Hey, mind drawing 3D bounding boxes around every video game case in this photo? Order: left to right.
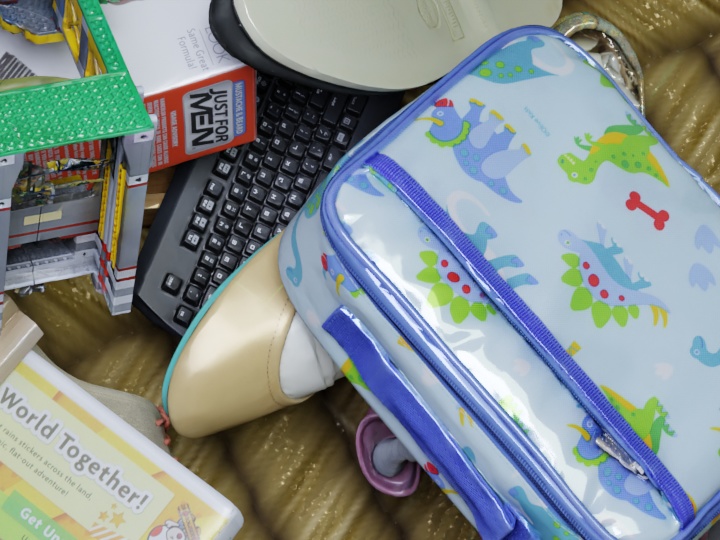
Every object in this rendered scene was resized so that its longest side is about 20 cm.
[{"bbox_3d":[-0.175,0.107,0.994,0.200,0.023,0.182,35,78,20],"label":"video game case"}]

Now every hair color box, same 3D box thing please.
[{"bbox_3d":[-0.152,-0.082,1.035,0.199,0.064,0.111,-18,64,-13],"label":"hair color box"}]

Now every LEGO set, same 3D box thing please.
[{"bbox_3d":[-0.165,-0.040,0.940,0.199,0.116,0.154,-19,55,-26],"label":"LEGO set"}]

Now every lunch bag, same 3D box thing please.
[{"bbox_3d":[0.076,0.018,1.010,0.161,0.082,0.200,-37,84,-32],"label":"lunch bag"}]

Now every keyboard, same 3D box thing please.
[{"bbox_3d":[-0.039,-0.063,1.093,0.104,0.040,0.201,25,69,-10],"label":"keyboard"}]

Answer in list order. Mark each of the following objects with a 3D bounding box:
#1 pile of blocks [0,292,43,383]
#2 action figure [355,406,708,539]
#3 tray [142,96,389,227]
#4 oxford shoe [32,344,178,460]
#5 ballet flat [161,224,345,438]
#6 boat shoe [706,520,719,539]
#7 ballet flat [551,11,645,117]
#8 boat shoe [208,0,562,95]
[{"bbox_3d":[-0.220,0.048,0.979,0.199,0.062,0.082,-27,67,-1],"label":"pile of blocks"},{"bbox_3d":[0.063,0.076,1.104,0.134,0.149,0.200,-30,66,-26],"label":"action figure"},{"bbox_3d":[-0.089,-0.070,1.119,0.199,0.037,0.099,-5,77,-17],"label":"tray"},{"bbox_3d":[-0.089,0.090,1.057,0.200,0.070,0.075,38,66,-4],"label":"oxford shoe"},{"bbox_3d":[0.000,0.000,1.058,0.063,0.069,0.200,23,55,29],"label":"ballet flat"},{"bbox_3d":[0.172,0.072,1.145,0.065,0.072,0.201,0,67,-12],"label":"boat shoe"},{"bbox_3d":[0.101,-0.019,1.147,0.070,0.071,0.201,0,75,-17],"label":"ballet flat"},{"bbox_3d":[0.004,-0.102,1.052,0.201,0.063,0.074,-16,86,-54],"label":"boat shoe"}]
